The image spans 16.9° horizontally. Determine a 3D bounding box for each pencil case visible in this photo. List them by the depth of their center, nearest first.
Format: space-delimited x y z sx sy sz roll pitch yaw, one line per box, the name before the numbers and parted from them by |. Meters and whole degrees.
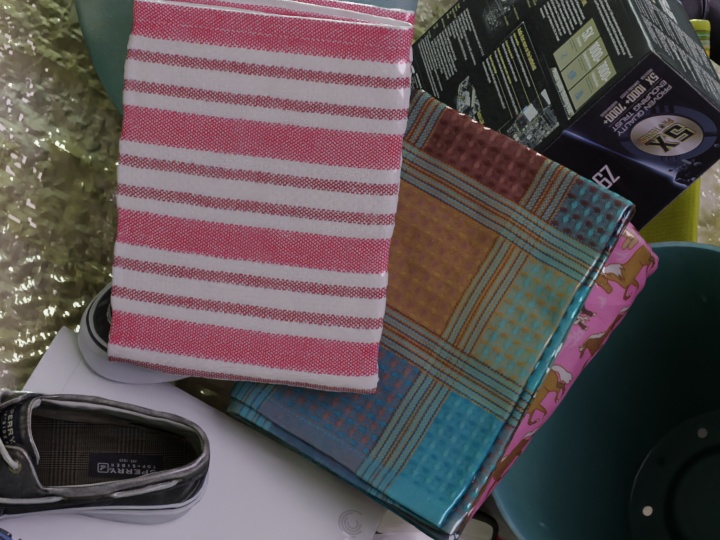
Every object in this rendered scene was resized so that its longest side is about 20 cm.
pencil case | 0.076 0.043 1.296 0.086 0.083 0.200 38 89 19

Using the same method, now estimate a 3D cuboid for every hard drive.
hard drive | -0.100 0.129 1.263 0.199 0.026 0.132 28 58 2

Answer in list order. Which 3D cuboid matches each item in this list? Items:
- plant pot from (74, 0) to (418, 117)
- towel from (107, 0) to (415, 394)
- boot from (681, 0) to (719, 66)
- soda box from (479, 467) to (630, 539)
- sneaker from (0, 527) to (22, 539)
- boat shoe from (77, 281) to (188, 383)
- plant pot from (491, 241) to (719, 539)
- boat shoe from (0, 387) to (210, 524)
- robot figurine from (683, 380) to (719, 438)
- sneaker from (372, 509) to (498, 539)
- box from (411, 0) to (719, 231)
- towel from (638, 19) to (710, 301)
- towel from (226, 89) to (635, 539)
plant pot | -0.063 -0.123 1.324 0.199 0.200 0.136 0 92 -38
towel | -0.051 -0.041 1.231 0.030 0.145 0.202 -49 146 -75
boot | 0.196 -0.145 1.590 0.165 0.066 0.199 47 44 16
soda box | 0.107 0.165 1.447 0.200 0.068 0.064 47 54 -19
sneaker | -0.172 0.217 1.189 0.078 0.075 0.202 -21 103 -33
boat shoe | -0.061 -0.005 1.303 0.199 0.068 0.072 -21 61 -24
plant pot | 0.187 0.107 1.362 0.161 0.199 0.202 45 47 -58
boat shoe | -0.170 0.086 1.210 0.198 0.071 0.073 0 61 -15
robot figurine | 0.221 0.068 1.537 0.200 0.113 0.170 50 18 -18
sneaker | -0.016 0.184 1.345 0.199 0.076 0.117 3 83 -24
box | 0.115 -0.100 1.414 0.086 0.164 0.201 36 21 -29
towel | 0.164 -0.067 1.452 0.018 0.085 0.201 53 36 -46
towel | 0.035 0.020 1.258 0.201 0.146 0.022 -60 161 -4
